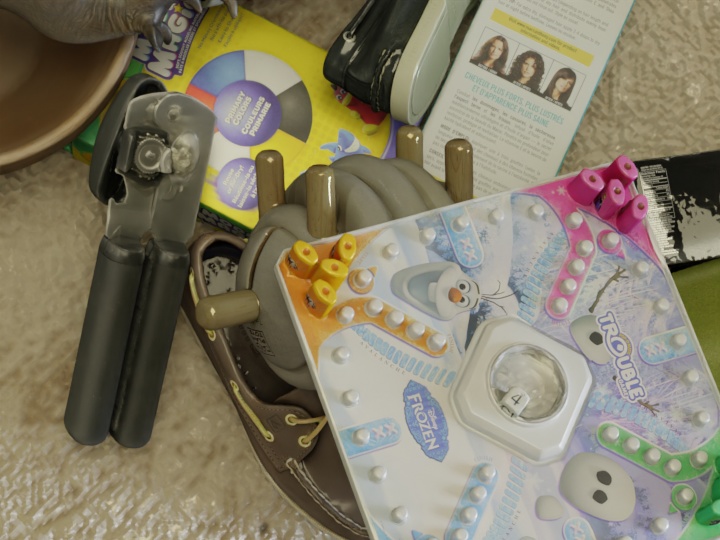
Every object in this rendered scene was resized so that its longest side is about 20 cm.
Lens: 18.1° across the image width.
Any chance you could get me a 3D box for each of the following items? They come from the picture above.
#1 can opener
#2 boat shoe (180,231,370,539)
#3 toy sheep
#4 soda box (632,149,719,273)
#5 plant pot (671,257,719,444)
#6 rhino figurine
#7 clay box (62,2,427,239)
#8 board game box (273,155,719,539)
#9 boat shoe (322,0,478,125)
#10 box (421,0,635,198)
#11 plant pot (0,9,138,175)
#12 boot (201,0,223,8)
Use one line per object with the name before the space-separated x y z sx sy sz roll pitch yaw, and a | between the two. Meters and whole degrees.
can opener | -0.126 -0.006 1.235 0.053 0.067 0.201 6 106 -30
boat shoe | -0.036 0.066 1.246 0.072 0.060 0.201 -31 83 -11
toy sheep | 0.000 0.000 1.181 0.199 0.138 0.139 -11 79 -29
soda box | 0.247 -0.038 1.292 0.198 0.071 0.064 -7 80 -7
plant pot | 0.202 0.075 1.215 0.191 0.200 0.202 -5 78 5
rhino figurine | -0.159 -0.167 1.187 0.199 0.060 0.088 19 96 -3
clay box | -0.075 -0.086 1.280 0.199 0.048 0.115 27 77 -1
board game box | 0.082 0.055 1.099 0.199 0.026 0.201 -15 74 -20
boat shoe | 0.032 -0.166 1.283 0.066 0.075 0.200 15 57 13
box | 0.095 -0.115 1.303 0.082 0.049 0.201 26 77 -1
plant pot | -0.220 -0.142 1.254 0.199 0.093 0.202 1 79 -5
boot | -0.073 -0.242 1.293 0.144 0.073 0.200 -24 59 -24
